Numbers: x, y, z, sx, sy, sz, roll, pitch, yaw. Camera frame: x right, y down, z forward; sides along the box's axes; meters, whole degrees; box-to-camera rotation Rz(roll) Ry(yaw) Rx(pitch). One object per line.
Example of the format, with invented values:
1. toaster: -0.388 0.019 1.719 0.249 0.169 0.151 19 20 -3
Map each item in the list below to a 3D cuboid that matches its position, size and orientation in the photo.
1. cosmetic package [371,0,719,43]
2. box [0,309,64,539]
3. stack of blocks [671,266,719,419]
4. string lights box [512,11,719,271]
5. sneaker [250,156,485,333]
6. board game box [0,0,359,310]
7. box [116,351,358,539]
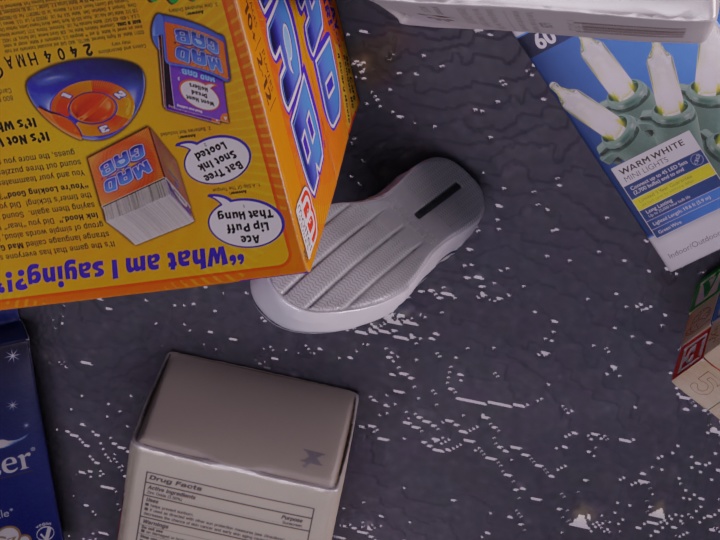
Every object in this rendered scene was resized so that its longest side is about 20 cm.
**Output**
1. cosmetic package: 0.099 -0.219 1.232 0.166 0.167 0.200 5 91 7
2. box: -0.258 0.106 1.570 0.121 0.032 0.200 -13 120 -13
3. stack of blocks: 0.267 -0.006 1.398 0.059 0.115 0.200 37 133 -12
4. string lights box: 0.165 -0.109 1.388 0.103 0.059 0.200 -27 112 23
5. sneaker: 0.000 0.000 1.404 0.073 0.200 0.071 48 127 12
6. board game box: -0.129 -0.120 1.345 0.200 0.200 0.200 -7 119 12
7. box: -0.083 0.170 1.561 0.128 0.109 0.200 13 121 2
